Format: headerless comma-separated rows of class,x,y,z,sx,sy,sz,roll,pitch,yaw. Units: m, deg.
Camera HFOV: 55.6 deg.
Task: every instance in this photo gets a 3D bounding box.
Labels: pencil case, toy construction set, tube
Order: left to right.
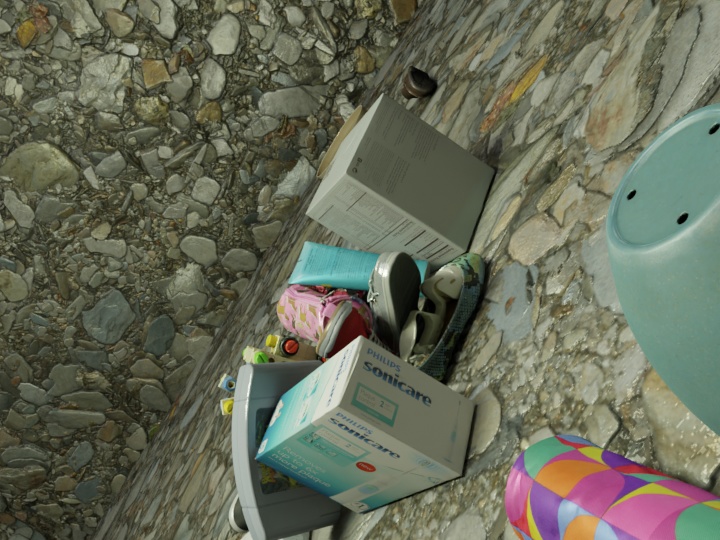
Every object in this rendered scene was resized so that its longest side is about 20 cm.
toy construction set,-0.106,0.167,1.014,0.092,0.199,0.132,7,77,50
pencil case,-0.058,0.067,1.004,0.200,0.082,0.087,-173,82,-65
tube,0.000,0.000,0.981,0.051,0.198,0.078,81,-157,-48
pencil case,0.157,0.148,0.364,0.089,0.088,0.200,-61,16,-8

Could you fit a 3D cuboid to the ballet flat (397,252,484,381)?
ballet flat,0.091,0.051,0.806,0.074,0.074,0.201,-31,33,61

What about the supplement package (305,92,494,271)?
supplement package,0.057,-0.113,0.991,0.151,0.199,0.153,-35,27,59

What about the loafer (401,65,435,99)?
loafer,0.140,-0.454,1.699,0.200,0.073,0.071,-80,14,-66

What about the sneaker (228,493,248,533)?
sneaker,-0.128,0.306,1.064,0.099,0.071,0.201,-32,25,39

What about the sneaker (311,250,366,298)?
sneaker,-0.031,0.019,1.101,0.075,0.081,0.200,-48,17,-23

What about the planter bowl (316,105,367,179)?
planter bowl,0.002,-0.276,1.652,0.201,0.134,0.201,-53,16,22

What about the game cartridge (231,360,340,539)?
game cartridge,-0.089,0.210,0.812,0.041,0.132,0.202,-19,74,48

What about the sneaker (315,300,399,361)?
sneaker,0.013,0.105,0.811,0.071,0.112,0.200,-57,-14,-15

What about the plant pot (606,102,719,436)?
plant pot,0.218,-0.015,0.374,0.201,0.134,0.200,-53,15,20

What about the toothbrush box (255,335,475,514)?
toothbrush box,0.001,0.170,0.720,0.200,0.146,0.086,-41,22,47

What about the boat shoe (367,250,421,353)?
boat shoe,0.035,0.043,0.835,0.202,0.064,0.075,74,-143,-59

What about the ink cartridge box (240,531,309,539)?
ink cartridge box,-0.125,0.417,0.878,0.162,0.050,0.201,-50,25,31

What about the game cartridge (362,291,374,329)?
game cartridge,0.007,0.085,1.069,0.200,0.041,0.134,-38,29,56
